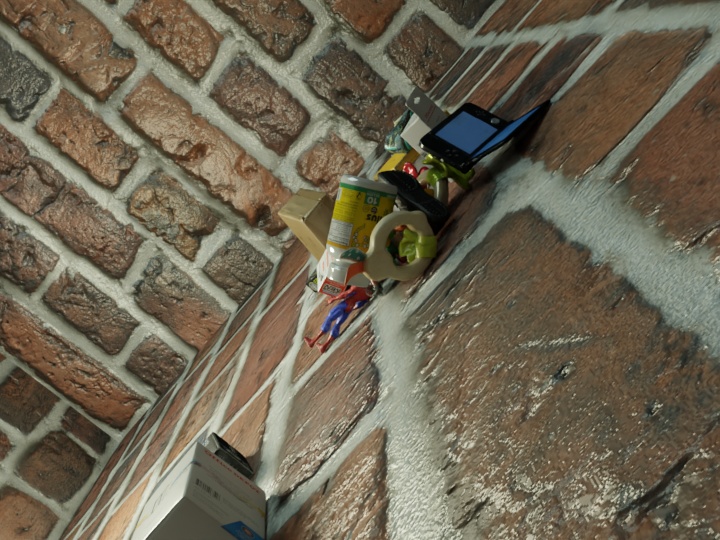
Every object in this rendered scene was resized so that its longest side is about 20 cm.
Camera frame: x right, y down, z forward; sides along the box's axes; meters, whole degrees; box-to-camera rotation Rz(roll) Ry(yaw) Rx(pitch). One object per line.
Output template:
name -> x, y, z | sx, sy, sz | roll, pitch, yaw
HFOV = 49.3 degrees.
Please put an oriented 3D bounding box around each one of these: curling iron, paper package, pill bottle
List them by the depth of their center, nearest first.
pill bottle -> -0.003, -0.075, 1.504 | 0.113, 0.112, 0.201 | -131, 54, -80
curling iron -> -0.002, -0.036, 1.582 | 0.025, 0.201, 0.050 | -17, -12, -28
paper package -> -0.096, -0.106, 2.038 | 0.104, 0.200, 0.190 | -47, 27, -11

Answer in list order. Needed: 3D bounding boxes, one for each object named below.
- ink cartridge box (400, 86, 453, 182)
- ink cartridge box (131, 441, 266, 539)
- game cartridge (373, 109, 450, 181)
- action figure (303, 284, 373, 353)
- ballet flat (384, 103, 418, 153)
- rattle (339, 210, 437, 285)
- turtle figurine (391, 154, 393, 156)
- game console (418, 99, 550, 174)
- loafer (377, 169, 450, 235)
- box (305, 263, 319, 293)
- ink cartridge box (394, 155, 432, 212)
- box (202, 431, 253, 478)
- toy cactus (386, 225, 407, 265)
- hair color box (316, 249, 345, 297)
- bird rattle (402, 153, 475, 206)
ink cartridge box -> 0.165, -0.307, 1.767 | 0.067, 0.200, 0.116 | -41, 12, 35
ink cartridge box -> -0.240, 0.384, 1.166 | 0.145, 0.147, 0.200 | -49, 10, 4
game cartridge -> 0.126, -0.298, 1.922 | 0.200, 0.032, 0.176 | -47, 10, -11
action figure -> -0.036, 0.079, 1.624 | 0.200, 0.065, 0.052 | -48, 40, 9
ballet flat -> 0.102, -0.334, 1.843 | 0.074, 0.074, 0.200 | -42, 10, 37
rattle -> 0.030, -0.037, 1.441 | 0.199, 0.131, 0.143 | -30, 31, -15
turtle figurine -> 0.167, -0.337, 2.154 | 0.150, 0.100, 0.200 | -62, 22, 19
game console -> 0.242, -0.289, 1.535 | 0.200, 0.175, 0.117 | -41, -25, -37
loafer -> 0.094, -0.132, 1.559 | 0.073, 0.200, 0.072 | -12, -48, -32
box -> -0.063, -0.043, 2.233 | 0.160, 0.044, 0.200 | -35, 18, 52
ink cartridge box -> 0.119, -0.202, 1.911 | 0.200, 0.084, 0.145 | -54, 12, -27
box -> -0.305, 0.421, 1.481 | 0.200, 0.086, 0.164 | -51, 11, -10
toy cactus -> 0.055, -0.085, 1.637 | 0.102, 0.201, 0.165 | -36, -27, 12
hair color box -> -0.038, -0.045, 1.893 | 0.201, 0.064, 0.111 | -59, 20, 28
bird rattle -> 0.132, -0.161, 1.623 | 0.200, 0.112, 0.164 | -19, 62, 52
